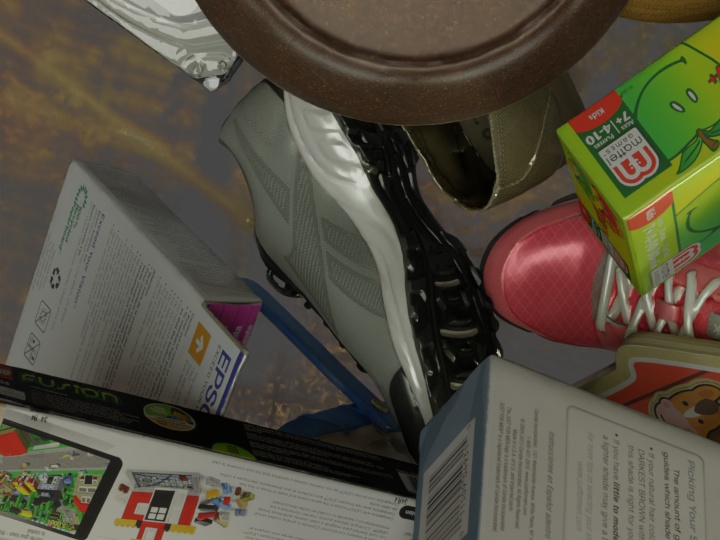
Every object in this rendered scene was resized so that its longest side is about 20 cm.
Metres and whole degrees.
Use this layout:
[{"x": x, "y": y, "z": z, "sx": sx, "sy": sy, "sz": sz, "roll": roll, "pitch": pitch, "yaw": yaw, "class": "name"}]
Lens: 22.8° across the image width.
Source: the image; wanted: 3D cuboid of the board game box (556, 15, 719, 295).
[{"x": 0.177, "y": -0.078, "z": 0.713, "sx": 0.199, "sy": 0.102, "sz": 0.048, "roll": -35, "pitch": 68, "yaw": 1, "class": "board game box"}]

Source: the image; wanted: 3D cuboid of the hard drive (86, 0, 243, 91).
[{"x": -0.063, "y": -0.199, "z": 0.777, "sx": 0.139, "sy": 0.038, "sz": 0.200, "roll": 36, "pitch": 105, "yaw": -2, "class": "hard drive"}]

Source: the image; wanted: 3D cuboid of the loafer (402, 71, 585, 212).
[{"x": 0.026, "y": -0.106, "z": 0.739, "sx": 0.076, "sy": 0.068, "sz": 0.200, "roll": -13, "pitch": 124, "yaw": 47, "class": "loafer"}]

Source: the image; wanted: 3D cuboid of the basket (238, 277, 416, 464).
[{"x": -0.035, "y": 0.121, "z": 0.808, "sx": 0.200, "sy": 0.139, "sz": 0.177, "roll": 36, "pitch": 108, "yaw": 33, "class": "basket"}]

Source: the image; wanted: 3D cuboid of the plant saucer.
[{"x": 0.020, "y": -0.153, "z": 0.677, "sx": 0.199, "sy": 0.035, "sz": 0.202, "roll": 0, "pitch": 103, "yaw": 0, "class": "plant saucer"}]

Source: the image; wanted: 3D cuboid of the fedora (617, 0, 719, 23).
[{"x": 0.136, "y": -0.202, "z": 0.725, "sx": 0.199, "sy": 0.082, "sz": 0.202, "roll": 1, "pitch": 101, "yaw": 6, "class": "fedora"}]

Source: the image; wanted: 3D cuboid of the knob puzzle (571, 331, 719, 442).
[{"x": 0.173, "y": 0.108, "z": 0.759, "sx": 0.219, "sy": 0.030, "sz": 0.221, "roll": 28, "pitch": 142, "yaw": 24, "class": "knob puzzle"}]

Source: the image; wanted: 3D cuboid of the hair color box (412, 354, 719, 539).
[{"x": 0.118, "y": 0.116, "z": 0.655, "sx": 0.199, "sy": 0.099, "sz": 0.061, "roll": 21, "pitch": 137, "yaw": -15, "class": "hair color box"}]

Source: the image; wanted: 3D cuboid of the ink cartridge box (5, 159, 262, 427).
[{"x": -0.107, "y": 0.079, "z": 0.779, "sx": 0.043, "sy": 0.200, "sz": 0.198, "roll": 10, "pitch": 109, "yaw": -35, "class": "ink cartridge box"}]

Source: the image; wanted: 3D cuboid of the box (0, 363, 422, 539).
[{"x": -0.066, "y": 0.109, "z": 0.670, "sx": 0.199, "sy": 0.035, "sz": 0.111, "roll": 16, "pitch": 106, "yaw": -19, "class": "box"}]

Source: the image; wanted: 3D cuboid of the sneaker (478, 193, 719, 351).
[{"x": 0.149, "y": 0.010, "z": 0.773, "sx": 0.198, "sy": 0.087, "sz": 0.074, "roll": 8, "pitch": 104, "yaw": 6, "class": "sneaker"}]

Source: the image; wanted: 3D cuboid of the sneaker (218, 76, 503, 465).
[{"x": 0.000, "y": 0.000, "z": 0.786, "sx": 0.079, "sy": 0.074, "sz": 0.201, "roll": -31, "pitch": 73, "yaw": 26, "class": "sneaker"}]
